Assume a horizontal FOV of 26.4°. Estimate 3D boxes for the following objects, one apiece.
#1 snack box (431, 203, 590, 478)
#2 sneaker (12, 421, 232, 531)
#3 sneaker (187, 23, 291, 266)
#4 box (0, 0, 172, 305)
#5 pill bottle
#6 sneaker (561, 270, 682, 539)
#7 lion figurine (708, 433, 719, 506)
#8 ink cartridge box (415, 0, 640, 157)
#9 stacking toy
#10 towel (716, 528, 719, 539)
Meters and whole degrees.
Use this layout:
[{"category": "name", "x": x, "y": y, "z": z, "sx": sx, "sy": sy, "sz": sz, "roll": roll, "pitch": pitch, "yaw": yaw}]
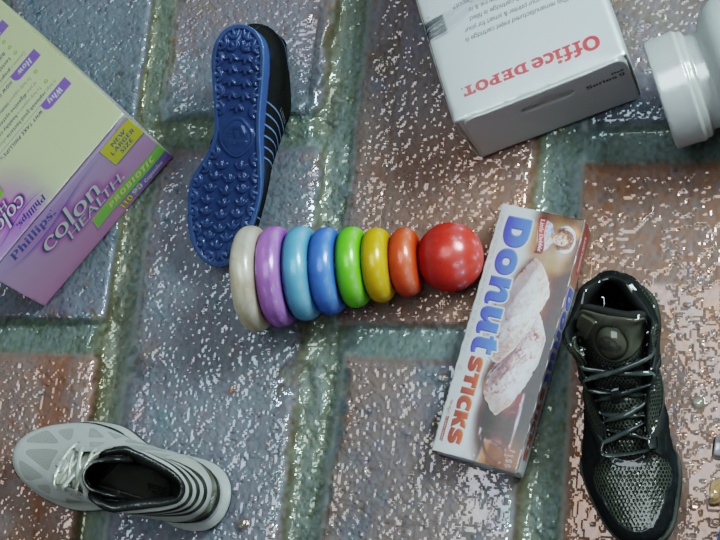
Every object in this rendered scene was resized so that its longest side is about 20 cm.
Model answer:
[{"category": "snack box", "x": 0.117, "y": 0.052, "z": 1.180, "sx": 0.071, "sy": 0.024, "sz": 0.202, "roll": 12, "pitch": 78, "yaw": 24}, {"category": "sneaker", "x": -0.209, "y": 0.152, "z": 1.217, "sx": 0.198, "sy": 0.115, "sz": 0.077, "roll": 8, "pitch": 76, "yaw": 22}, {"category": "sneaker", "x": -0.094, "y": -0.105, "z": 1.289, "sx": 0.069, "sy": 0.078, "sz": 0.203, "roll": 13, "pitch": 99, "yaw": 20}, {"category": "box", "x": -0.299, "y": -0.107, "z": 1.344, "sx": 0.200, "sy": 0.097, "sz": 0.176, "roll": 41, "pitch": 89, "yaw": 27}, {"category": "pill bottle", "x": 0.315, "y": -0.161, "z": 1.128, "sx": 0.198, "sy": 0.113, "sz": 0.114, "roll": -19, "pitch": 68, "yaw": 14}, {"category": "sneaker", "x": 0.184, "y": 0.094, "z": 1.095, "sx": 0.075, "sy": 0.114, "sz": 0.202, "roll": -5, "pitch": 73, "yaw": 20}, {"category": "lion figurine", "x": 0.289, "y": 0.192, "z": 1.022, "sx": 0.121, "sy": 0.072, "sz": 0.203, "roll": 5, "pitch": 88, "yaw": 13}, {"category": "ink cartridge box", "x": 0.124, "y": -0.212, "z": 1.229, "sx": 0.144, "sy": 0.084, "sz": 0.202, "roll": -20, "pitch": 68, "yaw": 13}, {"category": "stacking toy", "x": 0.000, "y": 0.000, "z": 1.216, "sx": 0.197, "sy": 0.085, "sz": 0.087, "roll": -4, "pitch": 71, "yaw": 13}, {"category": "towel", "x": 0.341, "y": 0.124, "z": 1.076, "sx": 0.143, "sy": 0.024, "sz": 0.202, "roll": 13, "pitch": 78, "yaw": 22}]
